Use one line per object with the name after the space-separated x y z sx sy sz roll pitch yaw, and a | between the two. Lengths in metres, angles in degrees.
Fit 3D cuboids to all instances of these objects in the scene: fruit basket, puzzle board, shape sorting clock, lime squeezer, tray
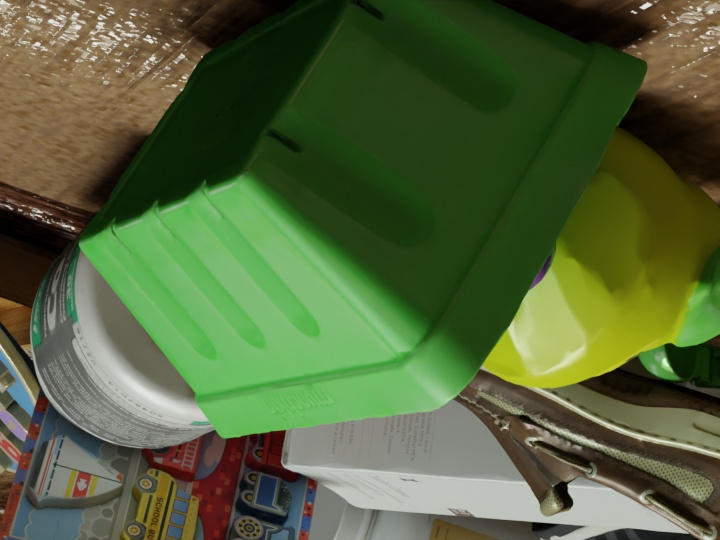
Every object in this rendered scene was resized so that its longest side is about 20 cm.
0.033 -0.004 0.761 0.215 0.156 0.216 28 160 11 | fruit basket
-0.092 0.081 1.142 0.150 0.200 0.017 16 133 -7 | puzzle board
-0.239 0.037 1.207 0.200 0.039 0.200 38 151 25 | shape sorting clock
0.169 0.029 0.979 0.200 0.038 0.071 20 134 -19 | lime squeezer
-0.220 0.013 1.286 0.098 0.037 0.200 21 166 -26 | tray

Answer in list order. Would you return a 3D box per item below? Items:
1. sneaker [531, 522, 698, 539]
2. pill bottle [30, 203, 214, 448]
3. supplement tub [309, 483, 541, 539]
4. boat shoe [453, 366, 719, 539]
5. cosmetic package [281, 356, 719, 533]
0.167 0.139 1.287 0.083 0.072 0.200 31 163 -11 | sneaker
-0.092 0.024 1.031 0.113 0.113 0.200 18 165 -13 | pill bottle
0.046 0.182 1.462 0.200 0.145 0.145 21 165 -25 | supplement tub
0.091 0.076 1.011 0.202 0.075 0.075 18 -177 24 | boat shoe
0.076 0.079 1.115 0.200 0.081 0.113 3 165 23 | cosmetic package
